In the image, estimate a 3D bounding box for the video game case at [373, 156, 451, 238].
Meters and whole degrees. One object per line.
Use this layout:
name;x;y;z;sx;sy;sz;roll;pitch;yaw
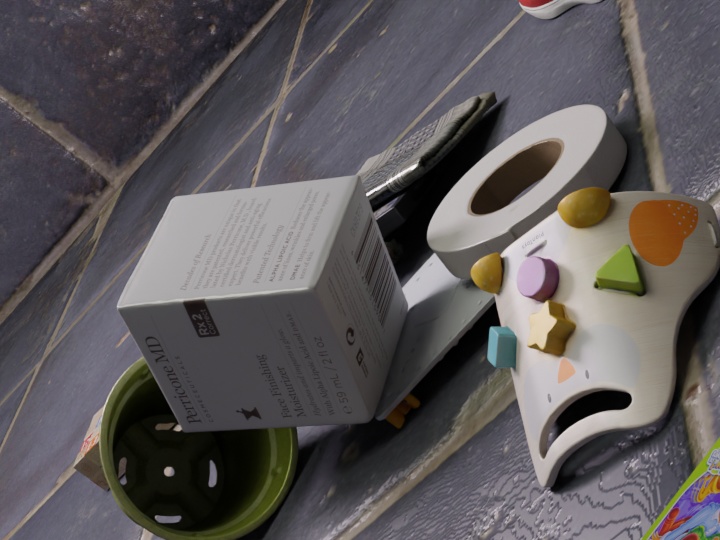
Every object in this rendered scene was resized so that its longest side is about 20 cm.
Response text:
video game case;0.000;-0.047;1.746;0.200;0.026;0.181;-35;8;30

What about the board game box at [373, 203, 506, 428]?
board game box;0.082;0.033;1.455;0.200;0.026;0.200;-48;16;14

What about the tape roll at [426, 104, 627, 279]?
tape roll;0.149;-0.072;1.406;0.202;0.037;0.203;-35;20;15

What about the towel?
towel;0.047;-0.124;1.754;0.192;0.035;0.200;-32;10;42

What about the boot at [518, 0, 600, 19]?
boot;0.199;-0.360;1.762;0.073;0.144;0.200;-56;15;-10

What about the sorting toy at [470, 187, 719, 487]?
sorting toy;0.161;0.055;1.111;0.200;0.106;0.181;-39;40;38

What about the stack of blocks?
stack of blocks;-0.298;0.192;2.101;0.200;0.058;0.115;-43;18;29

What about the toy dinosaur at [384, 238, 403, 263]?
toy dinosaur;0.000;0.000;1.726;0.088;0.047;0.200;-47;11;-6

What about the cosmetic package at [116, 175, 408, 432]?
cosmetic package;-0.085;0.033;1.434;0.198;0.166;0.166;-6;38;23

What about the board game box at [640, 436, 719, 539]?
board game box;0.206;0.169;0.788;0.135;0.045;0.200;-52;16;-1

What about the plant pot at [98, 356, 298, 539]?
plant pot;-0.183;0.193;1.595;0.201;0.200;0.184;-59;7;-24
